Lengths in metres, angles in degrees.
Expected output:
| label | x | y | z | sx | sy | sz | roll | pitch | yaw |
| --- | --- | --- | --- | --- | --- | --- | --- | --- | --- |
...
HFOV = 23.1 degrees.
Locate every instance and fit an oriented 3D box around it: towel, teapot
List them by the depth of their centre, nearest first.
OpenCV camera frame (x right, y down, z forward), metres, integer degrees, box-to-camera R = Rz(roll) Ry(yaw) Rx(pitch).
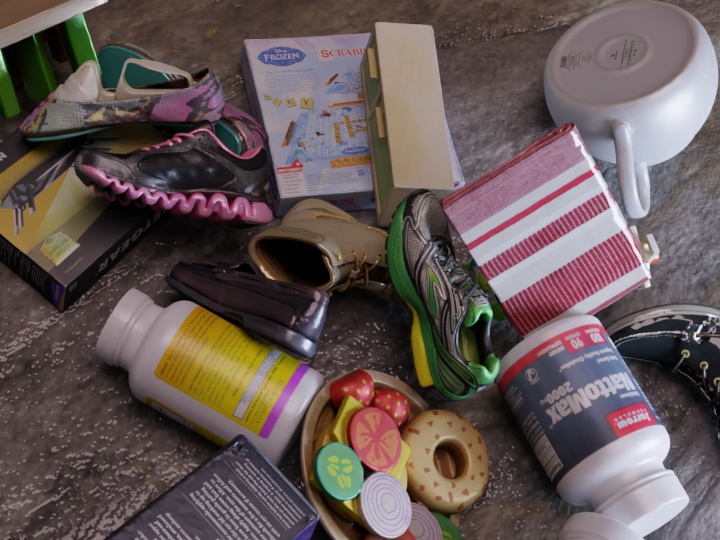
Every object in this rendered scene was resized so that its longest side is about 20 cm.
| label | x | y | z | sx | sy | sz | roll | pitch | yaw |
| --- | --- | --- | --- | --- | --- | --- | --- | --- | --- |
| towel | 0.177 | -0.030 | 1.658 | 0.144 | 0.200 | 0.023 | -31 | 34 | 4 |
| teapot | 0.295 | -0.177 | 1.881 | 0.200 | 0.146 | 0.197 | -37 | 43 | -12 |

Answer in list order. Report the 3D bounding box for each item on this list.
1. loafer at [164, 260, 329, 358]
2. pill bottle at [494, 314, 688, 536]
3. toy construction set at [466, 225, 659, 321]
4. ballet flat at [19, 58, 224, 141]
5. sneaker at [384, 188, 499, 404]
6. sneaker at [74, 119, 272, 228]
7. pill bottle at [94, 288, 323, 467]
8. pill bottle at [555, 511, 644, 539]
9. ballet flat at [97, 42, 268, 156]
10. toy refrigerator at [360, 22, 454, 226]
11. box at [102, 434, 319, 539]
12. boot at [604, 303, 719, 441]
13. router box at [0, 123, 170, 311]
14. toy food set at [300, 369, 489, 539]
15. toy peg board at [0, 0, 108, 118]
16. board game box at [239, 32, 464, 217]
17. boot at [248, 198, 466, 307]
| label | x | y | z | sx | sy | sz | roll | pitch | yaw |
| --- | --- | --- | --- | --- | --- | --- | --- | --- | --- |
| loafer | -0.102 | 0.023 | 1.644 | 0.200 | 0.072 | 0.063 | 24 | 84 | 43 |
| pill bottle | 0.223 | 0.154 | 1.674 | 0.119 | 0.120 | 0.200 | -20 | 66 | -23 |
| toy construction set | 0.192 | -0.006 | 1.750 | 0.199 | 0.131 | 0.092 | -2 | 49 | -11 |
| ballet flat | -0.232 | -0.169 | 1.703 | 0.199 | 0.071 | 0.069 | -5 | 24 | -1 |
| sneaker | 0.086 | 0.019 | 1.648 | 0.078 | 0.085 | 0.201 | -12 | 85 | -45 |
| sneaker | -0.174 | -0.101 | 1.683 | 0.199 | 0.079 | 0.096 | 11 | 87 | -25 |
| pill bottle | -0.142 | 0.095 | 1.630 | 0.200 | 0.104 | 0.104 | 29 | 57 | 4 |
| pill bottle | 0.182 | 0.320 | 1.568 | 0.116 | 0.116 | 0.200 | 31 | 57 | 6 |
| ballet flat | -0.178 | -0.168 | 1.790 | 0.200 | 0.069 | 0.071 | 33 | 26 | 16 |
| toy refrigerator | 0.043 | -0.148 | 1.788 | 0.070 | 0.076 | 0.201 | 2 | 61 | -13 |
| box | -0.150 | 0.258 | 1.507 | 0.200 | 0.148 | 0.104 | -38 | 75 | -28 |
| boot | 0.348 | 0.116 | 1.755 | 0.203 | 0.074 | 0.154 | 1 | 62 | -13 |
| router box | -0.281 | -0.079 | 1.732 | 0.157 | 0.052 | 0.200 | 38 | 59 | 10 |
| toy food set | 0.027 | 0.185 | 1.609 | 0.200 | 0.049 | 0.198 | 42 | 48 | -21 |
| toy peg board | -0.371 | -0.226 | 1.762 | 0.200 | 0.098 | 0.199 | -28 | 34 | -24 |
| board game box | -0.011 | -0.157 | 1.849 | 0.199 | 0.041 | 0.200 | -5 | 62 | -16 |
| boot | 0.000 | 0.000 | 1.695 | 0.200 | 0.073 | 0.155 | 27 | 18 | 8 |
